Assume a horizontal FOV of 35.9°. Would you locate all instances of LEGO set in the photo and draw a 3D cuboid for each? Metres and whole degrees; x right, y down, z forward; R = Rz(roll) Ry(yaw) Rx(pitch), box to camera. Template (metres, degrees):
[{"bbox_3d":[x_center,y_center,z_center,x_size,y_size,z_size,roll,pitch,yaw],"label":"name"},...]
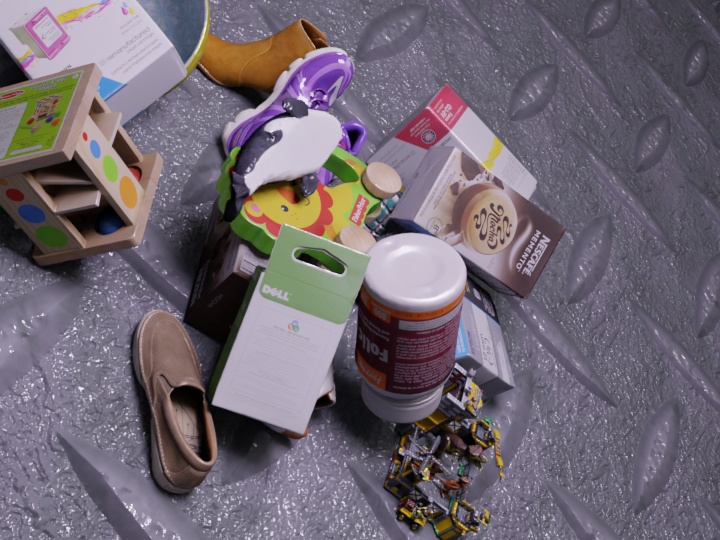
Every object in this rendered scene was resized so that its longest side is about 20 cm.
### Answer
[{"bbox_3d":[0.118,0.211,1.327,0.154,0.116,0.200,44,39,-9],"label":"LEGO set"}]

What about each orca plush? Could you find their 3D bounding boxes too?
[{"bbox_3d":[-0.100,-0.118,1.200,0.200,0.071,0.106,-56,134,-39],"label":"orca plush"}]

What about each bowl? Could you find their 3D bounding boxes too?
[{"bbox_3d":[-0.268,-0.281,1.324,0.201,0.199,0.108,61,-3,13],"label":"bowl"}]

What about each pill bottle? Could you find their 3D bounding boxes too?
[{"bbox_3d":[0.051,0.068,1.231,0.113,0.201,0.115,2,42,-2],"label":"pill bottle"}]

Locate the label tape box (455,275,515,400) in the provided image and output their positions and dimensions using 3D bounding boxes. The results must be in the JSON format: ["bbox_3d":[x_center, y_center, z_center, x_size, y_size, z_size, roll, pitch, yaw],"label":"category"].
[{"bbox_3d":[0.119,0.069,1.436,0.200,0.066,0.144,38,35,-51],"label":"label tape box"}]

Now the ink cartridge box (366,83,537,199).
[{"bbox_3d":[0.133,-0.140,1.596,0.200,0.145,0.084,45,40,-8],"label":"ink cartridge box"}]

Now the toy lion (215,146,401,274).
[{"bbox_3d":[-0.064,-0.083,1.253,0.191,0.069,0.200,33,41,-10],"label":"toy lion"}]

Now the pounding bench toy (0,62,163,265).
[{"bbox_3d":[-0.327,-0.092,1.136,0.156,0.199,0.125,60,28,-44],"label":"pounding bench toy"}]

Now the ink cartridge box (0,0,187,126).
[{"bbox_3d":[-0.311,-0.259,1.224,0.200,0.144,0.085,50,-6,13],"label":"ink cartridge box"}]

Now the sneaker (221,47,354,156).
[{"bbox_3d":[-0.080,-0.194,1.399,0.081,0.200,0.083,47,-1,-38],"label":"sneaker"}]

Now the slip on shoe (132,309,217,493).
[{"bbox_3d":[-0.186,0.125,1.141,0.076,0.061,0.201,16,51,-36],"label":"slip on shoe"}]

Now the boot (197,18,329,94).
[{"bbox_3d":[-0.124,-0.288,1.461,0.201,0.144,0.071,40,39,-14],"label":"boot"}]

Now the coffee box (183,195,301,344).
[{"bbox_3d":[-0.125,-0.025,1.278,0.080,0.113,0.201,31,44,-23],"label":"coffee box"}]

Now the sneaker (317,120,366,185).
[{"bbox_3d":[-0.056,-0.149,1.456,0.081,0.083,0.200,47,39,-5],"label":"sneaker"}]

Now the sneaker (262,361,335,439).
[{"bbox_3d":[-0.058,0.108,1.280,0.085,0.073,0.201,40,51,-17],"label":"sneaker"}]

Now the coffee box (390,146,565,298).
[{"bbox_3d":[0.156,-0.063,1.470,0.199,0.080,0.113,32,83,-22],"label":"coffee box"}]

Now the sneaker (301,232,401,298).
[{"bbox_3d":[0.000,0.000,1.418,0.199,0.076,0.091,-1,68,-43],"label":"sneaker"}]

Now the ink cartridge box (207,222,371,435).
[{"bbox_3d":[-0.075,0.058,1.157,0.103,0.201,0.059,21,3,-13],"label":"ink cartridge box"}]

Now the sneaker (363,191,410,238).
[{"bbox_3d":[0.055,-0.074,1.538,0.200,0.077,0.091,43,30,-22],"label":"sneaker"}]
